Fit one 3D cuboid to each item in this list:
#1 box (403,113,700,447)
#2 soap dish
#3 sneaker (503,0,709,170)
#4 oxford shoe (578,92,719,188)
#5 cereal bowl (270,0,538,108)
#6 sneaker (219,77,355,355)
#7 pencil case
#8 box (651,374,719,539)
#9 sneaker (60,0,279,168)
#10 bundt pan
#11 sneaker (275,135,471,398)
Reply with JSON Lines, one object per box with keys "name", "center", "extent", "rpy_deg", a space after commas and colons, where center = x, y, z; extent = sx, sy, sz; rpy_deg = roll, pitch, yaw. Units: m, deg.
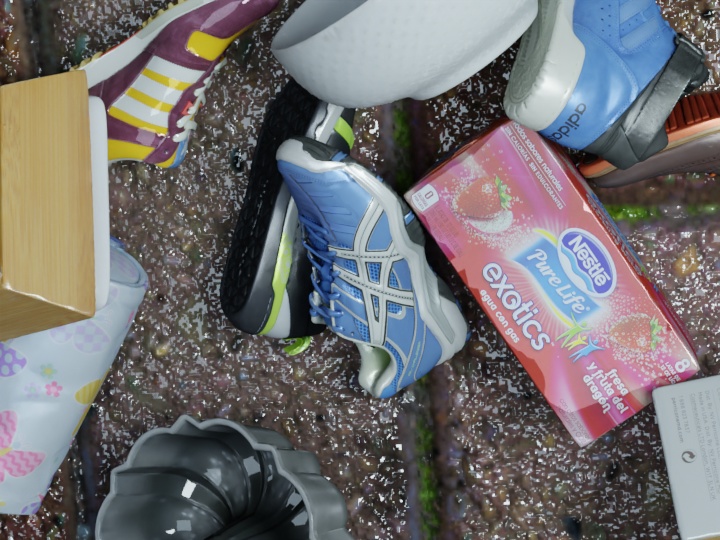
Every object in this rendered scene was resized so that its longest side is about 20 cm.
{"name": "box", "center": [0.124, -0.001, 1.220], "extent": [0.095, 0.100, 0.200], "rpy_deg": [-35, 93, 11]}
{"name": "soap dish", "center": [-0.247, -0.034, 1.222], "extent": [0.200, 0.081, 0.158], "rpy_deg": [-13, 75, 44]}
{"name": "sneaker", "center": [0.166, -0.156, 1.181], "extent": [0.111, 0.077, 0.201], "rpy_deg": [26, 61, -17]}
{"name": "oxford shoe", "center": [0.239, -0.077, 1.208], "extent": [0.199, 0.071, 0.073], "rpy_deg": [-15, 109, 16]}
{"name": "cereal bowl", "center": [0.046, -0.164, 1.159], "extent": [0.200, 0.200, 0.083], "rpy_deg": [-34, 105, 13]}
{"name": "sneaker", "center": [-0.030, -0.044, 1.266], "extent": [0.083, 0.072, 0.201], "rpy_deg": [15, 99, -29]}
{"name": "pencil case", "center": [-0.221, 0.068, 1.293], "extent": [0.090, 0.083, 0.201], "rpy_deg": [27, 103, 0]}
{"name": "box", "center": [0.296, 0.132, 1.177], "extent": [0.199, 0.152, 0.107], "rpy_deg": [-13, 56, 11]}
{"name": "sneaker", "center": [-0.122, -0.120, 1.254], "extent": [0.200, 0.075, 0.090], "rpy_deg": [-29, 92, 21]}
{"name": "bundt pan", "center": [-0.081, 0.195, 1.271], "extent": [0.201, 0.076, 0.203], "rpy_deg": [0, 90, 36]}
{"name": "sneaker", "center": [0.000, 0.000, 1.209], "extent": [0.077, 0.076, 0.200], "rpy_deg": [-43, 121, -17]}
